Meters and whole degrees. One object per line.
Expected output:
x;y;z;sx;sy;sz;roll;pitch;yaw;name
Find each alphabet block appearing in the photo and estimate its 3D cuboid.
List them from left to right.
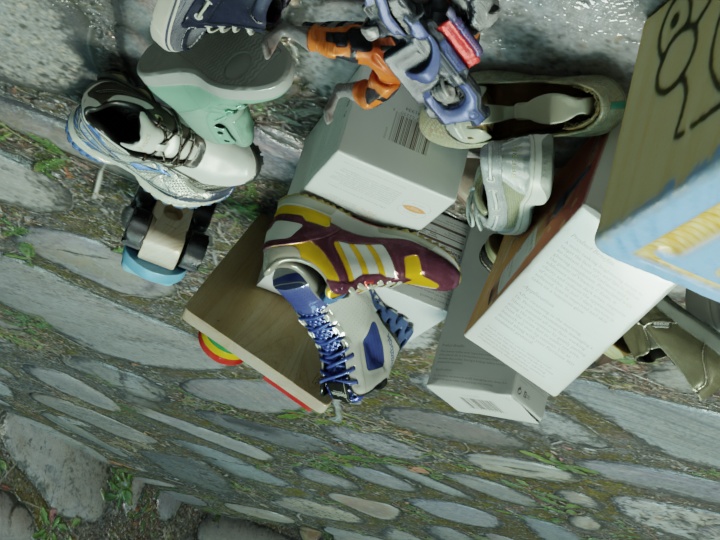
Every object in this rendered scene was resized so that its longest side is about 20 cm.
0.305;-0.095;0.917;0.194;0.202;0.195;22;160;-13;alphabet block

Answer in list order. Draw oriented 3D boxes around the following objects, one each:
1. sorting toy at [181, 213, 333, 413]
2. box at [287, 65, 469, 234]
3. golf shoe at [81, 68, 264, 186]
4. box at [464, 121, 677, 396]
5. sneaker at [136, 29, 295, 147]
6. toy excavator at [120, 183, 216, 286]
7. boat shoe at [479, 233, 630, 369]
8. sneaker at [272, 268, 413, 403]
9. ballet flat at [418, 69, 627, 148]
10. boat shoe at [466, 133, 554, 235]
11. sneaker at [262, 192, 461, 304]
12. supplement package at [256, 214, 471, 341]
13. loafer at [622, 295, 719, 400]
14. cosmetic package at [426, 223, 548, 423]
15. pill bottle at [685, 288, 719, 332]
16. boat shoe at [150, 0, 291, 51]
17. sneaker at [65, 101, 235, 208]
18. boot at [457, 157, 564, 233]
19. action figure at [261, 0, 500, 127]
-0.092;0.061;1.552;0.198;0.200;0.070;34;134;1;sorting toy
0.014;-0.101;1.279;0.123;0.099;0.200;21;159;-13;box
-0.197;-0.130;1.336;0.198;0.078;0.095;23;-157;-6;golf shoe
0.201;-0.015;1.157;0.106;0.153;0.200;33;134;-4;box
-0.111;-0.168;1.238;0.199;0.074;0.118;11;155;43;sneaker
-0.260;-0.033;1.645;0.099;0.196;0.201;21;131;-14;toy excavator
0.188;0.040;1.315;0.199;0.074;0.065;37;121;-19;boat shoe
-0.018;0.078;1.420;0.080;0.116;0.199;-4;150;39;sneaker
0.129;-0.142;1.123;0.198;0.068;0.062;-4;-172;30;ballet flat
0.122;-0.076;1.137;0.064;0.075;0.202;4;174;-3;boat shoe
0.000;0.000;1.277;0.198;0.091;0.075;19;159;-5;sneaker
0.003;-0.015;1.491;0.198;0.112;0.156;22;159;-12;supplement package
0.280;0.054;1.272;0.200;0.070;0.075;39;-174;29;loafer
0.158;0.052;1.411;0.112;0.202;0.081;5;156;37;cosmetic package
0.423;0.025;1.255;0.113;0.114;0.199;32;155;-36;pill bottle
-0.114;-0.220;1.086;0.092;0.075;0.200;38;158;-1;boat shoe
-0.225;-0.133;1.426;0.198;0.078;0.085;22;155;-13;sneaker
0.198;-0.078;1.254;0.198;0.071;0.146;24;152;-21;boot
0.019;-0.202;1.039;0.191;0.105;0.201;-12;136;25;action figure
